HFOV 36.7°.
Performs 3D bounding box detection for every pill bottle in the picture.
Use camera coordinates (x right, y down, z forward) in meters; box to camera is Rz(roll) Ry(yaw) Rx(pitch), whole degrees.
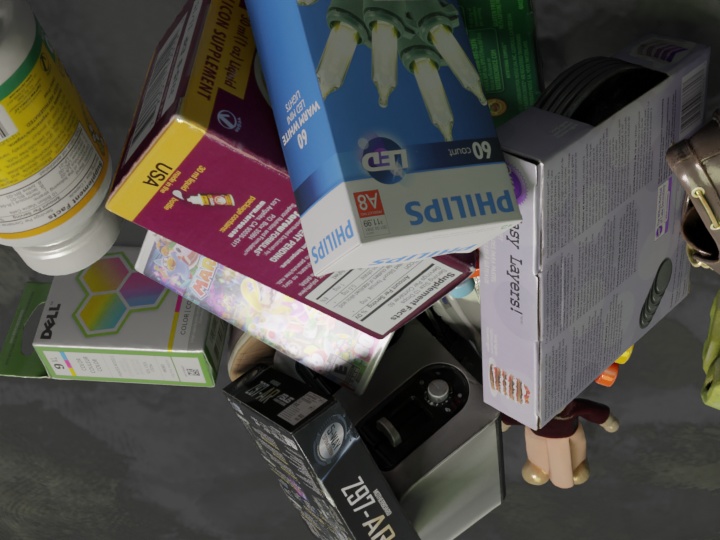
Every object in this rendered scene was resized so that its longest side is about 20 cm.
[{"bbox_3d":[-0.239,-0.088,0.749,0.111,0.114,0.201,-3,143,13],"label":"pill bottle"}]

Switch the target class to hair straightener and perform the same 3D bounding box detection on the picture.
[{"bbox_3d":[0.078,0.054,0.935,0.041,0.077,0.201,-38,131,-11],"label":"hair straightener"}]

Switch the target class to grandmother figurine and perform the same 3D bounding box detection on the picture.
[{"bbox_3d":[0.189,0.148,1.051,0.120,0.061,0.201,-11,144,9],"label":"grandmother figurine"}]

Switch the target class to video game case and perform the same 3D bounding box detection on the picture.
[{"bbox_3d":[-0.056,-0.014,0.792,0.199,0.018,0.144,29,115,5],"label":"video game case"}]

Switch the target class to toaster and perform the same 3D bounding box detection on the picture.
[{"bbox_3d":[0.030,0.132,0.922,0.118,0.181,0.201,-34,147,-15],"label":"toaster"}]

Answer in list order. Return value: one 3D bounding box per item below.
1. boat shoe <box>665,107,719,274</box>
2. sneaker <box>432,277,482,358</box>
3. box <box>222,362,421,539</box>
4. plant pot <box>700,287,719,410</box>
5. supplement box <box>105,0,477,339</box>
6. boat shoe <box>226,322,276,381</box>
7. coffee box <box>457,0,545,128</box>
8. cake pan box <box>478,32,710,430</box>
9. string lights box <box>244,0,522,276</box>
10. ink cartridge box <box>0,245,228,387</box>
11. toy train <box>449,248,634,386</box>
[{"bbox_3d":[0.230,-0.034,0.684,0.059,0.072,0.200,-21,152,11],"label":"boat shoe"},{"bbox_3d":[0.137,0.046,0.902,0.082,0.075,0.200,-21,135,35],"label":"sneaker"},{"bbox_3d":[-0.029,0.162,0.855,0.161,0.043,0.200,60,163,-13],"label":"box"},{"bbox_3d":[0.359,0.056,0.806,0.182,0.202,0.201,13,145,11],"label":"plant pot"},{"bbox_3d":[-0.033,-0.067,0.653,0.199,0.132,0.103,26,140,-24],"label":"supplement box"},{"bbox_3d":[-0.074,0.023,0.916,0.071,0.065,0.201,-10,148,-27],"label":"boat shoe"},{"bbox_3d":[0.015,-0.138,0.698,0.198,0.044,0.123,-4,142,14],"label":"coffee box"},{"bbox_3d":[0.147,-0.029,0.675,0.052,0.184,0.202,23,135,36],"label":"cake pan box"},{"bbox_3d":[0.005,-0.106,0.578,0.102,0.202,0.059,-9,168,-30],"label":"string lights box"},{"bbox_3d":[-0.213,0.036,0.922,0.198,0.105,0.060,2,144,8],"label":"ink cartridge box"},{"bbox_3d":[0.126,0.016,0.827,0.149,0.056,0.201,-14,129,24],"label":"toy train"}]
